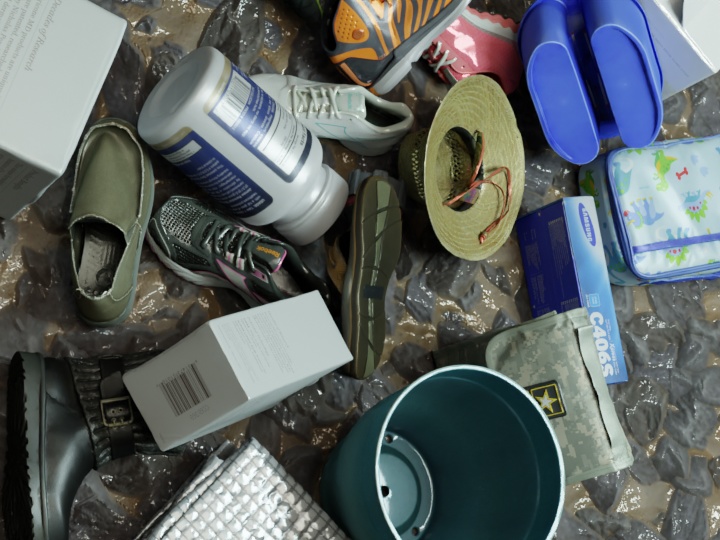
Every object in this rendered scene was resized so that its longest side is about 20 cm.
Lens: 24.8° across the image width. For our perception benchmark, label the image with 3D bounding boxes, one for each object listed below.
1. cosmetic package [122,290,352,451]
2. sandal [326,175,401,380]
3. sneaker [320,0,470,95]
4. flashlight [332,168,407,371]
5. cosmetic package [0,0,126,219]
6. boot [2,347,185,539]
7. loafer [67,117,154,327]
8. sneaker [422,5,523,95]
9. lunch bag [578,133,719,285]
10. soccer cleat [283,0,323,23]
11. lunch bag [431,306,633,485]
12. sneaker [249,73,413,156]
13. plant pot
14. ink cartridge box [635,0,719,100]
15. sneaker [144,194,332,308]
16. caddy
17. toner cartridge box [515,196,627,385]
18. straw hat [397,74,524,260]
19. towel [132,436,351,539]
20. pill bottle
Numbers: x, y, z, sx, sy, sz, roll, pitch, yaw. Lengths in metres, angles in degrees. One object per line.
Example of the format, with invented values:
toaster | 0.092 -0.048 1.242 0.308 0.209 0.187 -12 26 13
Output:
cosmetic package | -0.106 0.088 1.484 0.081 0.113 0.200 61 25 5
sandal | -0.004 0.005 1.588 0.082 0.055 0.200 13 82 -61
sneaker | 0.038 -0.282 1.657 0.112 0.078 0.200 37 95 -24
flashlight | 0.000 0.000 1.646 0.068 0.068 0.200 14 71 -7
cosmetic package | -0.347 -0.173 1.447 0.200 0.167 0.167 27 66 -21
boot | -0.234 0.170 1.474 0.158 0.079 0.211 6 75 -26
loafer | -0.233 -0.050 1.522 0.075 0.070 0.200 0 78 -2
sneaker | 0.096 -0.243 1.751 0.200 0.074 0.087 15 73 -24
lunch bag | 0.351 -0.065 1.839 0.200 0.082 0.161 -7 84 -28
soccer cleat | -0.115 -0.326 1.673 0.081 0.068 0.200 -39 102 -5
lunch bag | 0.177 0.131 1.631 0.117 0.200 0.164 -14 86 -30
sneaker | -0.038 -0.167 1.660 0.200 0.080 0.071 6 77 -25
plant pot | 0.060 0.205 1.558 0.200 0.188 0.200 7 74 -26
ink cartridge box | 0.341 -0.275 1.813 0.125 0.200 0.129 49 62 -9
sneaker | -0.108 -0.015 1.581 0.200 0.086 0.080 30 64 -18
caddy | 0.248 -0.213 1.753 0.105 0.141 0.200 -87 158 -52
toner cartridge box | 0.223 0.029 1.740 0.043 0.095 0.200 -5 81 -30
straw hat | 0.086 -0.106 1.702 0.201 0.085 0.201 -14 107 -52
towel | -0.123 0.274 1.508 0.166 0.086 0.200 46 63 -9
pill bottle | -0.108 -0.114 1.583 0.200 0.111 0.111 40 62 -27
